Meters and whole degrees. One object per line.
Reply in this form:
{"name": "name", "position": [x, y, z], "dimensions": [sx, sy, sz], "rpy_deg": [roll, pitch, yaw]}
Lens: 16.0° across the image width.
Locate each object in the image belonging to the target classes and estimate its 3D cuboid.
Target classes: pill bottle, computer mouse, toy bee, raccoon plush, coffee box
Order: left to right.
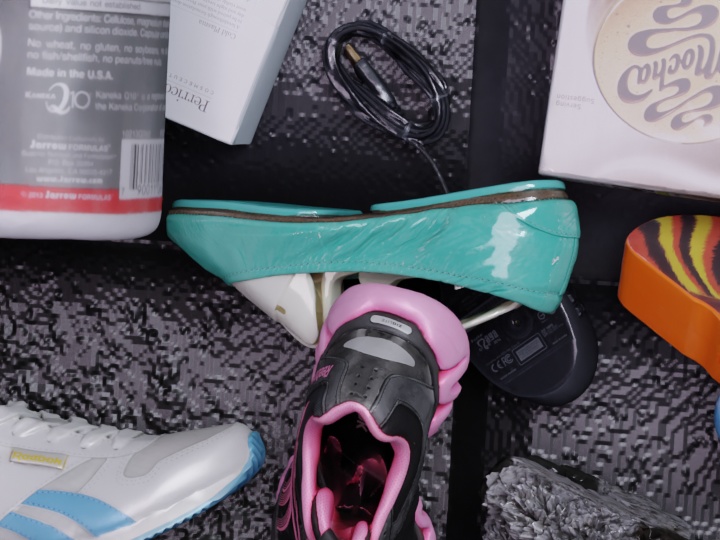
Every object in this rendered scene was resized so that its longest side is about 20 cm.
{"name": "pill bottle", "position": [-0.137, -0.117, 1.089], "dimensions": [0.113, 0.114, 0.201], "rpy_deg": [3, 95, 9]}
{"name": "computer mouse", "position": [0.046, -0.028, 1.160], "dimensions": [0.059, 0.034, 0.200], "rpy_deg": [-33, 82, 26]}
{"name": "raccoon plush", "position": [0.087, 0.163, 1.089], "dimensions": [0.096, 0.200, 0.134], "rpy_deg": [21, 95, -21]}
{"name": "coffee box", "position": [0.185, -0.081, 1.107], "dimensions": [0.199, 0.080, 0.113], "rpy_deg": [9, 92, 9]}
{"name": "toy bee", "position": [0.203, 0.046, 1.098], "dimensions": [0.108, 0.131, 0.200], "rpy_deg": [-19, 69, -24]}

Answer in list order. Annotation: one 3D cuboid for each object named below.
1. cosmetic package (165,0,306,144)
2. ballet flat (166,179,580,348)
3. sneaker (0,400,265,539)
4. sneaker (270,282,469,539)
{"name": "cosmetic package", "position": [-0.116, -0.163, 1.165], "dimensions": [0.199, 0.052, 0.151], "rpy_deg": [24, 95, 7]}
{"name": "ballet flat", "position": [0.000, 0.000, 1.127], "dimensions": [0.199, 0.067, 0.071], "rpy_deg": [-2, 86, 25]}
{"name": "sneaker", "position": [-0.142, 0.096, 1.168], "dimensions": [0.199, 0.077, 0.081], "rpy_deg": [-15, 88, 7]}
{"name": "sneaker", "position": [-0.006, 0.106, 1.109], "dimensions": [0.079, 0.096, 0.201], "rpy_deg": [11, 126, 7]}
